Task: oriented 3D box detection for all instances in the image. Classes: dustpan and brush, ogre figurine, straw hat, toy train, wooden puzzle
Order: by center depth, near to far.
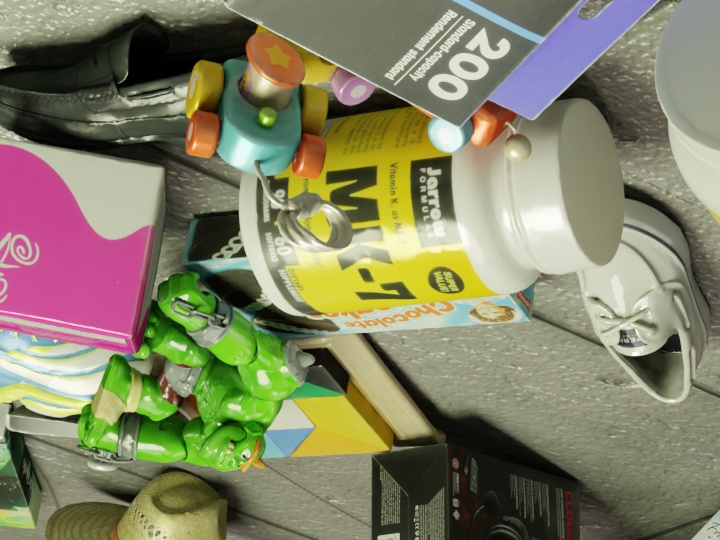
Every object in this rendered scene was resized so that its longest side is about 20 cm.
[{"bbox_3d":[0.002,-0.092,1.190,0.150,0.200,0.056,37,131,15],"label":"toy train"},{"bbox_3d":[-0.109,0.077,1.557,0.120,0.098,0.200,19,120,-14],"label":"ogre figurine"},{"bbox_3d":[-0.056,0.096,1.705,0.185,0.037,0.200,-5,150,25],"label":"wooden puzzle"},{"bbox_3d":[-0.178,0.123,1.741,0.139,0.057,0.200,8,-170,6],"label":"dustpan and brush"},{"bbox_3d":[-0.152,0.214,1.904,0.201,0.201,0.085,21,108,-23],"label":"straw hat"}]

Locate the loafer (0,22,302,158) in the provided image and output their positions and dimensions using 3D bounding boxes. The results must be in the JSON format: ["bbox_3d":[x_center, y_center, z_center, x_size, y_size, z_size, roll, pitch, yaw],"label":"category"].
[{"bbox_3d":[-0.124,-0.107,1.307,0.200,0.068,0.071,5,118,24],"label":"loafer"}]

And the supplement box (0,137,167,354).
[{"bbox_3d":[-0.172,-0.011,1.386,0.103,0.101,0.200,11,174,-5],"label":"supplement box"}]

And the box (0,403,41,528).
[{"bbox_3d":[-0.347,0.155,1.911,0.144,0.036,0.200,7,154,4],"label":"box"}]

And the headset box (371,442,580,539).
[{"bbox_3d":[0.095,0.223,1.754,0.077,0.149,0.200,-13,158,37],"label":"headset box"}]

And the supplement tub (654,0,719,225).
[{"bbox_3d":[0.243,-0.063,1.178,0.145,0.146,0.200,-7,149,29],"label":"supplement tub"}]

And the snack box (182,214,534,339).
[{"bbox_3d":[0.000,0.000,1.496,0.200,0.037,0.116,-5,151,25],"label":"snack box"}]

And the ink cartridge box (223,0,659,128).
[{"bbox_3d":[0.068,-0.156,1.104,0.200,0.043,0.198,23,132,-27],"label":"ink cartridge box"}]

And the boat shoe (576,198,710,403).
[{"bbox_3d":[0.177,0.021,1.452,0.073,0.066,0.200,-6,150,28],"label":"boat shoe"}]

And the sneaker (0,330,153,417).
[{"bbox_3d":[-0.250,0.048,1.626,0.199,0.076,0.105,2,152,15],"label":"sneaker"}]

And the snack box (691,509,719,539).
[{"bbox_3d":[0.267,0.288,1.814,0.068,0.200,0.169,41,169,32],"label":"snack box"}]

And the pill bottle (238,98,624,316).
[{"bbox_3d":[0.042,-0.039,1.323,0.200,0.115,0.114,-7,149,28],"label":"pill bottle"}]
